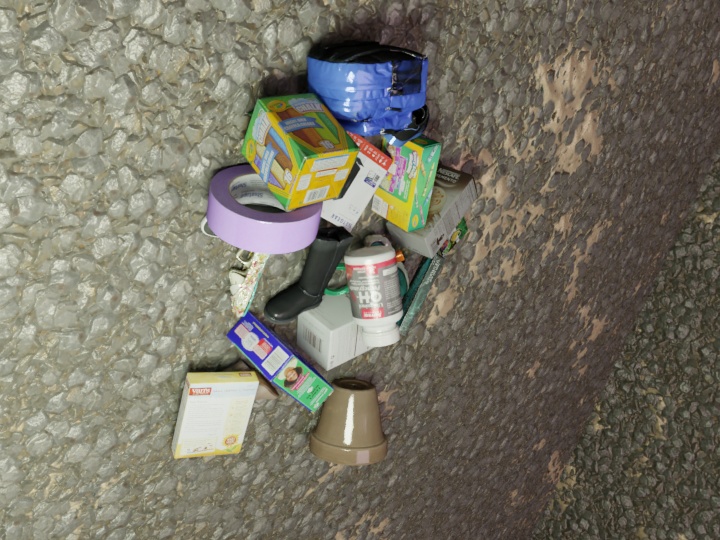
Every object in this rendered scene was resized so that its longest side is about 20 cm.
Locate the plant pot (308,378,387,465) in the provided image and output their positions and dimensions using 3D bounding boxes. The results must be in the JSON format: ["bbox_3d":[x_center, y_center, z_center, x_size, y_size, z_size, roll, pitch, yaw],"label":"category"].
[{"bbox_3d":[-0.022,0.367,1.969,0.200,0.200,0.175,-2,101,-47],"label":"plant pot"}]

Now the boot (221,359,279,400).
[{"bbox_3d":[-0.273,0.274,1.705,0.146,0.070,0.200,-44,141,-6],"label":"boot"}]

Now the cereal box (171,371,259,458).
[{"bbox_3d":[-0.299,0.295,1.619,0.144,0.040,0.200,3,121,-28],"label":"cereal box"}]

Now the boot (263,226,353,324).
[{"bbox_3d":[-0.109,0.007,1.637,0.165,0.066,0.200,-28,154,-49],"label":"boot"}]

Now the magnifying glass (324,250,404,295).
[{"bbox_3d":[0.000,0.000,1.749,0.200,0.022,0.080,-19,128,6],"label":"magnifying glass"}]

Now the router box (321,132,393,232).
[{"bbox_3d":[-0.043,-0.192,1.610,0.200,0.049,0.180,25,97,-53],"label":"router box"}]

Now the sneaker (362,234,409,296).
[{"bbox_3d":[0.050,0.003,1.828,0.200,0.077,0.080,55,42,-43],"label":"sneaker"}]

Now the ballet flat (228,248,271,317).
[{"bbox_3d":[-0.221,-0.007,1.552,0.064,0.076,0.200,22,96,-22],"label":"ballet flat"}]

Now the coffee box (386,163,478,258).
[{"bbox_3d":[0.166,-0.139,1.810,0.200,0.114,0.080,-53,145,-20],"label":"coffee box"}]

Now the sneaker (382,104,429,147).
[{"bbox_3d":[0.111,-0.314,1.608,0.078,0.070,0.200,-46,-174,35],"label":"sneaker"}]

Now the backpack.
[{"bbox_3d":[0.006,-0.332,1.449,0.200,0.162,0.168,-12,112,-38],"label":"backpack"}]

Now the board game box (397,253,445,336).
[{"bbox_3d":[0.133,0.049,1.857,0.200,0.028,0.135,-63,-173,5],"label":"board game box"}]

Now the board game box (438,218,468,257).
[{"bbox_3d":[0.213,-0.120,1.962,0.105,0.023,0.200,-49,149,-12],"label":"board game box"}]

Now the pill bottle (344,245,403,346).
[{"bbox_3d":[0.032,0.055,1.685,0.111,0.111,0.200,-19,106,-39],"label":"pill bottle"}]

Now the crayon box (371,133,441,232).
[{"bbox_3d":[0.096,-0.198,1.703,0.058,0.119,0.200,-19,130,-39],"label":"crayon box"}]

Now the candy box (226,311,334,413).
[{"bbox_3d":[-0.166,0.194,1.667,0.077,0.169,0.200,-48,143,-4],"label":"candy box"}]

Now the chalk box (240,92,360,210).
[{"bbox_3d":[-0.118,-0.224,1.374,0.125,0.200,0.124,-18,150,-38],"label":"chalk box"}]

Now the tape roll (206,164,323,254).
[{"bbox_3d":[-0.169,-0.111,1.399,0.200,0.200,0.066,-19,135,-39],"label":"tape roll"}]

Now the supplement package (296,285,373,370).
[{"bbox_3d":[-0.032,0.119,1.804,0.200,0.117,0.117,-23,133,-37],"label":"supplement package"}]

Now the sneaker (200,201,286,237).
[{"bbox_3d":[-0.188,-0.076,1.454,0.200,0.099,0.071,-4,124,-19],"label":"sneaker"}]
